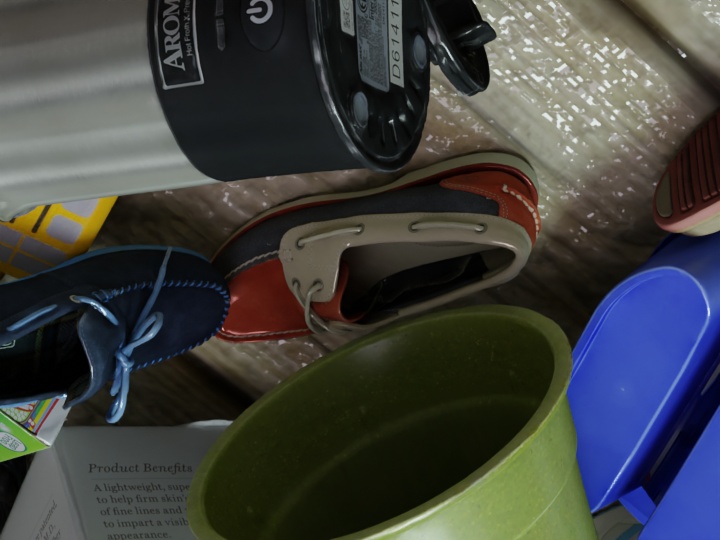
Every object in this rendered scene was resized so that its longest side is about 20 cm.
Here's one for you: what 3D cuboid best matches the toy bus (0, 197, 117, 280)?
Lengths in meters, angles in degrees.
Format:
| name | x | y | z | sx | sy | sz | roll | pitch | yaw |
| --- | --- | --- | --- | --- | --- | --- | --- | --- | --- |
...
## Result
| name | x | y | z | sx | sy | sz | roll | pitch | yaw |
| --- | --- | --- | --- | --- | --- | --- | --- | --- | --- |
| toy bus | -0.155 | -0.059 | 1.231 | 0.078 | 0.065 | 0.200 | 22 | 130 | -14 |

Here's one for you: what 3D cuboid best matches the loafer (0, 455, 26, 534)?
| name | x | y | z | sx | sy | sz | roll | pitch | yaw |
| --- | --- | --- | --- | --- | --- | --- | --- | --- | --- |
| loafer | -0.224 | 0.180 | 1.443 | 0.073 | 0.072 | 0.200 | 1 | 132 | 6 |

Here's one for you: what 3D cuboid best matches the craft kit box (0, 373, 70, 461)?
| name | x | y | z | sx | sy | sz | roll | pitch | yaw |
| --- | --- | --- | --- | --- | --- | --- | --- | --- | --- |
| craft kit box | -0.276 | 0.039 | 1.300 | 0.197 | 0.049 | 0.200 | 42 | 147 | -23 |

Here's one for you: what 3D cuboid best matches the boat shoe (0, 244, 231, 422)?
| name | x | y | z | sx | sy | sz | roll | pitch | yaw |
| --- | --- | --- | --- | --- | --- | --- | --- | --- | --- |
| boat shoe | -0.146 | 0.043 | 1.218 | 0.200 | 0.069 | 0.084 | -17 | 129 | -30 |

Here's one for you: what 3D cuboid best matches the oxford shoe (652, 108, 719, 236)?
| name | x | y | z | sx | sy | sz | roll | pitch | yaw |
| --- | --- | --- | --- | --- | --- | --- | --- | --- | --- |
| oxford shoe | 0.231 | -0.060 | 1.177 | 0.200 | 0.071 | 0.075 | -29 | 127 | 30 |

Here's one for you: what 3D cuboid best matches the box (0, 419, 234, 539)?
| name | x | y | z | sx | sy | sz | roll | pitch | yaw |
| --- | --- | --- | --- | --- | --- | --- | --- | --- | --- |
| box | -0.093 | 0.192 | 1.356 | 0.199 | 0.131 | 0.200 | 2 | 137 | -27 |

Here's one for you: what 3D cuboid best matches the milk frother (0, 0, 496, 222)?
| name | x | y | z | sx | sy | sz | roll | pitch | yaw |
| --- | --- | --- | --- | --- | --- | --- | --- | --- | --- |
| milk frother | -0.056 | -0.100 | 1.100 | 0.188 | 0.181 | 0.200 | -5 | 154 | 24 |

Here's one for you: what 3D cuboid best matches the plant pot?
| name | x | y | z | sx | sy | sz | roll | pitch | yaw |
| --- | --- | --- | --- | --- | --- | --- | --- | --- | --- |
| plant pot | 0.046 | 0.150 | 1.213 | 0.200 | 0.200 | 0.190 | -18 | 114 | 22 |

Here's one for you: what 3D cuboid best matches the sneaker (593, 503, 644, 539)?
| name | x | y | z | sx | sy | sz | roll | pitch | yaw |
| --- | --- | --- | --- | --- | --- | --- | --- | --- | --- |
| sneaker | 0.196 | 0.144 | 1.350 | 0.076 | 0.081 | 0.200 | 35 | 125 | -19 |

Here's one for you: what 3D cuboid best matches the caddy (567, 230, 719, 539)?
| name | x | y | z | sx | sy | sz | roll | pitch | yaw |
| --- | --- | --- | --- | --- | --- | --- | --- | --- | --- |
| caddy | 0.178 | 0.065 | 1.255 | 0.141 | 0.105 | 0.200 | 39 | 124 | 18 |

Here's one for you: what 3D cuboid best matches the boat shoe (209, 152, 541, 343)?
| name | x | y | z | sx | sy | sz | roll | pitch | yaw |
| --- | --- | --- | --- | --- | --- | --- | --- | --- | --- |
| boat shoe | 0.000 | 0.000 | 1.264 | 0.200 | 0.063 | 0.071 | -19 | 128 | 24 |
